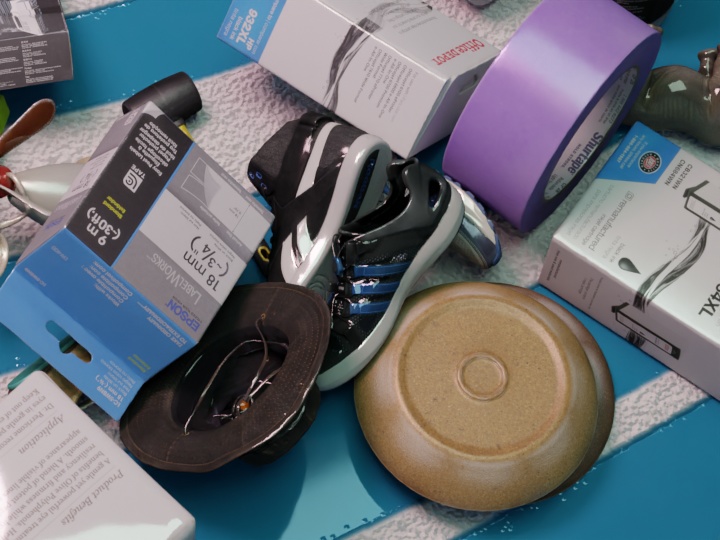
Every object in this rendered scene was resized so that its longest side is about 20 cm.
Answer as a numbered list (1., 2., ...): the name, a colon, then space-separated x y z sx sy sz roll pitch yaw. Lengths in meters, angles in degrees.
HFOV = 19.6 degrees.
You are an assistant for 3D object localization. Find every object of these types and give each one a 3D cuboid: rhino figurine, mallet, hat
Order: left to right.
1. mallet: -0.120 -0.084 1.770 0.066 0.041 0.200 -38 76 -19
2. hat: -0.087 0.099 1.633 0.200 0.081 0.202 -25 39 22
3. rhino figurine: 0.307 -0.155 1.836 0.198 0.060 0.088 13 83 0

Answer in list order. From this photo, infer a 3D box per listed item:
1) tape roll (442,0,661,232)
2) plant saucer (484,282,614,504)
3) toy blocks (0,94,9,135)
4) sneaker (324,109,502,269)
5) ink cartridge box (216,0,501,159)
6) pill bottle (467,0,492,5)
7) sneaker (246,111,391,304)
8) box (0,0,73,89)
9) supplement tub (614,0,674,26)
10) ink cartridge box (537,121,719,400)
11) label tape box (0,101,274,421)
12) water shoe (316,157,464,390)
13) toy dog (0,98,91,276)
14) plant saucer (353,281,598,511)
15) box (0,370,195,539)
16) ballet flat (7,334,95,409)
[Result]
1. tape roll: 0.159 -0.136 1.733 0.085 0.200 0.200 36 65 12
2. plant saucer: 0.113 0.092 1.703 0.198 0.037 0.202 2 62 -5
3. toy blocks: -0.385 -0.070 1.710 0.135 0.100 0.201 8 61 11
4. sneaker: 0.028 -0.048 1.754 0.199 0.077 0.085 33 74 19
5. ink cartridge box: 0.001 -0.192 1.774 0.199 0.084 0.145 33 25 11
6. pill bottle: 0.065 -0.340 1.878 0.200 0.112 0.111 41 66 15
7. sneaker: -0.057 -0.032 1.717 0.111 0.073 0.201 26 93 33
8. box: -0.351 -0.202 1.758 0.198 0.050 0.158 -9 35 -11
9. supplement tub: 0.236 -0.301 1.826 0.121 0.200 0.123 3 62 -5
10. ink cartridge box: 0.272 -0.006 1.743 0.199 0.084 0.146 32 64 11
11. label tape box: -0.174 -0.007 1.622 0.144 0.063 0.201 42 59 -21
12. water shoe: 0.000 0.000 1.671 0.079 0.071 0.201 39 81 -27
13. toy dog: -0.241 -0.068 1.671 0.199 0.096 0.133 -5 77 -52
14. plant saucer: 0.095 0.091 1.661 0.198 0.036 0.202 2 62 -4
15. box: -0.243 0.226 1.502 0.171 0.200 0.199 41 65 17
16. ballet flat: -0.200 0.055 1.682 0.200 0.069 0.063 -45 103 -21
